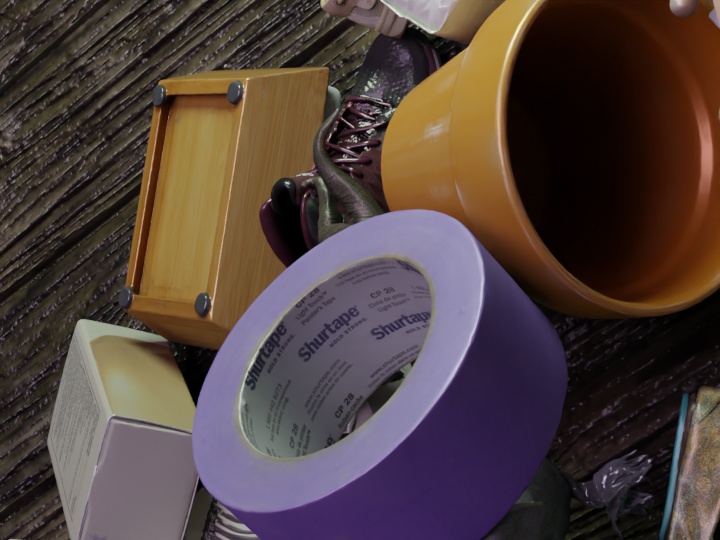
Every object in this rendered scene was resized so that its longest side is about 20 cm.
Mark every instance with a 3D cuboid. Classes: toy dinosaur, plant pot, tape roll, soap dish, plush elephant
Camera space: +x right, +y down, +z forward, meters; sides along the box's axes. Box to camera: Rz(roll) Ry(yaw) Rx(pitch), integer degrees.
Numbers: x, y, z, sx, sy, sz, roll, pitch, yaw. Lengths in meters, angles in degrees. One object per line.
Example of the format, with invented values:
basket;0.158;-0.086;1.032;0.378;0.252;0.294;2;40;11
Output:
toy dinosaur;0.000;0.000;1.397;0.102;0.076;0.202;37;123;51
plant pot;0.110;-0.068;1.326;0.183;0.199;0.202;-8;75;57
tape roll;0.009;0.070;1.227;0.199;0.085;0.201;-29;37;24
soap dish;-0.094;-0.045;1.559;0.157;0.081;0.202;6;87;56
plush elephant;0.067;0.177;1.262;0.199;0.155;0.166;-16;114;24

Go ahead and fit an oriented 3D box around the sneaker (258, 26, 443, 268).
sneaker;-0.008;-0.072;1.476;0.075;0.115;0.202;2;82;43

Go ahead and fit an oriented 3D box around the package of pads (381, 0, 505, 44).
package of pads;0.106;-0.231;1.372;0.068;0.154;0.201;36;106;30

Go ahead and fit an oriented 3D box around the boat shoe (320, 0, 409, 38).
boat shoe;0.020;-0.232;1.426;0.201;0.064;0.073;110;172;-49

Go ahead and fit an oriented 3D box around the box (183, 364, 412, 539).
box;-0.037;0.144;1.489;0.200;0.068;0.082;-47;52;26

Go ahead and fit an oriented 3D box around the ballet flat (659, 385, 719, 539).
ballet flat;0.193;0.168;1.275;0.070;0.070;0.202;17;94;44

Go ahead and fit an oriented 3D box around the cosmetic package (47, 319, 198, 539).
cosmetic package;-0.164;0.117;1.550;0.200;0.071;0.106;-124;48;-67

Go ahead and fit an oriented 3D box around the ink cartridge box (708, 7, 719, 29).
ink cartridge box;0.305;-0.126;1.212;0.145;0.084;0.200;-53;49;21

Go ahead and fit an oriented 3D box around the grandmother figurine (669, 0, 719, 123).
grandmother figurine;0.210;-0.185;1.221;0.121;0.060;0.201;-27;62;29
